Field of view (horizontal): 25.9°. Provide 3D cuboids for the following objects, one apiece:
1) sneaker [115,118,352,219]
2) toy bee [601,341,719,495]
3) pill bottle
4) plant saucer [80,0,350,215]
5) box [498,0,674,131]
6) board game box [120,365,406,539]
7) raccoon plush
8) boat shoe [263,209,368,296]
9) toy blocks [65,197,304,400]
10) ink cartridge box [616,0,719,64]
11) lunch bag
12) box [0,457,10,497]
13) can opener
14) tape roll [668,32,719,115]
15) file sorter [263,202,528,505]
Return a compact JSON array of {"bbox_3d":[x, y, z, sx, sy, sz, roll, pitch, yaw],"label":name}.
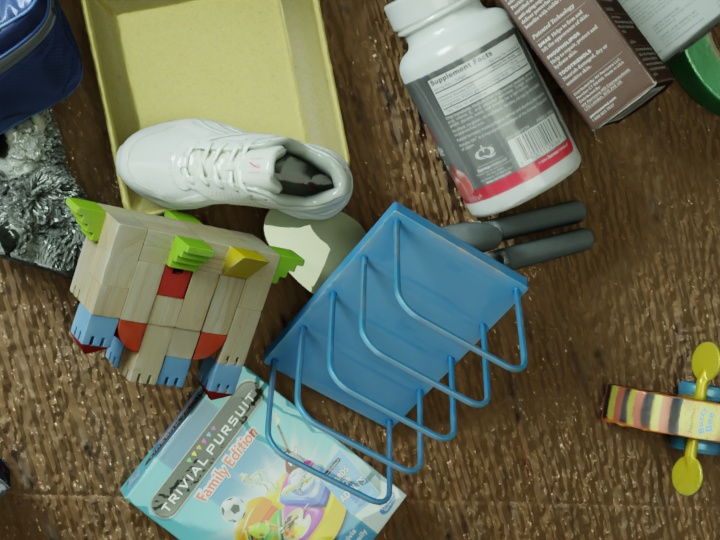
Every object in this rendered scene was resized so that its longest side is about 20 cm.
[{"bbox_3d":[-0.097,-0.086,1.263,0.198,0.099,0.079,3,88,-10],"label":"sneaker"},{"bbox_3d":[0.327,0.130,1.423,0.198,0.109,0.132,-12,94,-13],"label":"toy bee"},{"bbox_3d":[0.101,-0.157,1.353,0.110,0.111,0.201,-29,99,-10],"label":"pill bottle"},{"bbox_3d":[-0.124,-0.161,1.331,0.198,0.048,0.202,-12,96,-12],"label":"plant saucer"},{"bbox_3d":[0.178,-0.221,1.342,0.075,0.100,0.201,-36,85,22],"label":"box"},{"bbox_3d":[-0.083,0.193,1.358,0.200,0.047,0.151,39,83,-12],"label":"board game box"},{"bbox_3d":[-0.236,-0.062,1.302,0.199,0.096,0.135,21,83,-39],"label":"raccoon plush"},{"bbox_3d":[-0.001,0.003,1.360,0.200,0.063,0.074,28,84,-16],"label":"boat shoe"},{"bbox_3d":[-0.158,0.030,1.265,0.199,0.100,0.138,11,105,-36],"label":"toy blocks"},{"bbox_3d":[0.241,-0.286,1.387,0.162,0.057,0.201,-37,80,21],"label":"ink cartridge box"},{"bbox_3d":[-0.317,-0.216,1.208,0.135,0.133,0.200,-33,66,-10],"label":"lunch bag"},{"bbox_3d":[-0.393,0.142,1.247,0.132,0.115,0.200,-45,102,-7],"label":"box"},{"bbox_3d":[0.130,-0.023,1.361,0.199,0.066,0.053,-13,88,-38],"label":"can opener"},{"bbox_3d":[0.375,-0.238,1.447,0.199,0.048,0.202,-1,93,-13],"label":"tape roll"},{"bbox_3d":[0.026,0.076,1.284,0.138,0.123,0.200,29,124,-20],"label":"file sorter"}]
